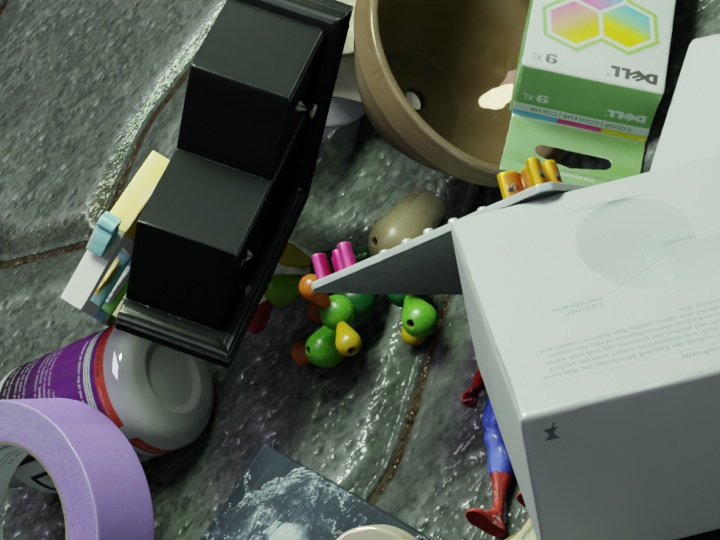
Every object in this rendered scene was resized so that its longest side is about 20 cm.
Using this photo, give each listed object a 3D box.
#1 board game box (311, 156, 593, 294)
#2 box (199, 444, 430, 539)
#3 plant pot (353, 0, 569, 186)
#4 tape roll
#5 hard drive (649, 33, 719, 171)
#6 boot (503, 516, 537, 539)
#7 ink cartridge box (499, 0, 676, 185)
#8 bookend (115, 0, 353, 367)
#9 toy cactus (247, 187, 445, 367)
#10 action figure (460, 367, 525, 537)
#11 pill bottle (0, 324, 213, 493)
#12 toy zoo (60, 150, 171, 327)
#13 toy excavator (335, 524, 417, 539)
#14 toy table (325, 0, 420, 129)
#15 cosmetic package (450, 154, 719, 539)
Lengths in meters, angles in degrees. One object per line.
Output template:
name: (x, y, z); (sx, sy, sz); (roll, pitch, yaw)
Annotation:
board game box: (0.098, -0.027, 1.343); (0.200, 0.200, 0.026); (-23, 75, 36)
box: (-0.033, 0.246, 1.301); (0.197, 0.117, 0.200); (-56, 33, -9)
plant pot: (0.065, -0.145, 1.505); (0.093, 0.201, 0.201); (-34, 34, 48)
tape roll: (-0.254, 0.199, 1.553); (0.200, 0.066, 0.200); (-2, 87, 36)
hard drive: (0.295, -0.115, 1.356); (0.200, 0.027, 0.132); (-7, 53, 44)
boot: (0.146, 0.181, 1.170); (0.200, 0.072, 0.155); (-42, 25, -8)
ink cartridge box: (0.169, -0.157, 1.462); (0.059, 0.104, 0.200); (100, -177, -57)
bookend: (-0.092, -0.075, 1.455); (0.199, 0.092, 0.200); (-67, -5, -45)
toy cactus: (0.000, 0.000, 1.534); (0.165, 0.102, 0.200); (-52, 23, -22)
action figure: (0.104, 0.082, 1.367); (0.065, 0.052, 0.200); (-28, 37, 33)
pill bottle: (-0.224, 0.115, 1.644); (0.200, 0.112, 0.113); (-22, 43, 34)
toy zoo: (-0.179, -0.022, 1.553); (0.131, 0.020, 0.200); (-58, -4, -6)
toy excavator: (0.005, 0.274, 1.151); (0.194, 0.100, 0.200); (-43, 77, 7)
toy table: (0.004, -0.188, 1.638); (0.117, 0.184, 0.200); (-8, 18, 32)
cosmetic package: (0.175, 0.048, 1.173); (0.199, 0.123, 0.200); (-14, 33, -1)
